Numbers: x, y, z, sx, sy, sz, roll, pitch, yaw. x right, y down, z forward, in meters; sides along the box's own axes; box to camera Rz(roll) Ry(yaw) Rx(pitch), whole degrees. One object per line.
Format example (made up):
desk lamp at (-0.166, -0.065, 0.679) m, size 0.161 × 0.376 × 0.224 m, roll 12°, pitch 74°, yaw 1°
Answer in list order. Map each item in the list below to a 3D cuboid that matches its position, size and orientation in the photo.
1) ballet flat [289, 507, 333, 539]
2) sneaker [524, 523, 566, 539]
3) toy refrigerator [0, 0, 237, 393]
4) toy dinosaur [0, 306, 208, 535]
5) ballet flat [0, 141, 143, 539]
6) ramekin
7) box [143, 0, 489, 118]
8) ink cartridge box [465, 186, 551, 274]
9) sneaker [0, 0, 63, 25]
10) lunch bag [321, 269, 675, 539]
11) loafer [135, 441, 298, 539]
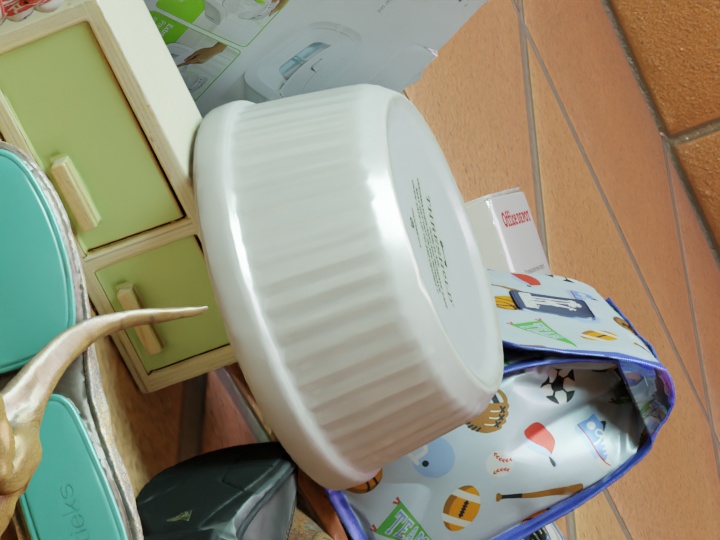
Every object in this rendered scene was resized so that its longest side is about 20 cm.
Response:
ballet flat at (-0.008, 0.203, 1.274) m, size 0.071 × 0.070 × 0.201 m, roll 44°, pitch 30°, yaw -60°
sneaker at (0.145, 0.253, 1.751) m, size 0.077 × 0.075 × 0.201 m, roll -1°, pitch 74°, yaw -70°
toy refrigerator at (-0.113, -0.045, 1.186) m, size 0.070 × 0.076 × 0.201 m, roll -82°, pitch 150°, yaw -61°
toy dinosaur at (-0.142, 0.065, 0.950) m, size 0.106 × 0.060 × 0.201 m, roll 54°, pitch 48°, yaw -44°
ballet flat at (-0.139, 0.047, 1.024) m, size 0.067 × 0.068 × 0.201 m, roll 116°, pitch -38°, yaw -83°
ramekin at (0.000, 0.000, 1.206) m, size 0.202 × 0.094 × 0.203 m, roll -19°, pitch 90°, yaw -75°
box at (-0.042, -0.162, 1.234) m, size 0.176 × 0.200 × 0.097 m, roll 21°, pitch 43°, yaw -30°
ink cartridge box at (0.107, 0.046, 1.864) m, size 0.145 × 0.084 × 0.201 m, roll -16°, pitch 87°, yaw -76°
sneaker at (-0.182, -0.112, 0.950) m, size 0.201 × 0.107 × 0.068 m, roll -51°, pitch 121°, yaw -73°
lunch bag at (0.067, 0.076, 1.375) m, size 0.170 × 0.199 × 0.124 m, roll -117°, pitch -177°, yaw -72°
loafer at (-0.072, 0.139, 1.132) m, size 0.200 × 0.072 × 0.073 m, roll -48°, pitch 127°, yaw -63°
